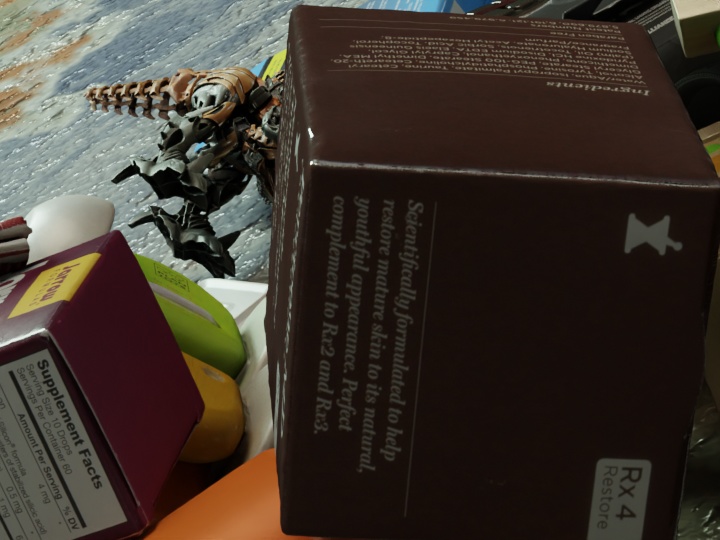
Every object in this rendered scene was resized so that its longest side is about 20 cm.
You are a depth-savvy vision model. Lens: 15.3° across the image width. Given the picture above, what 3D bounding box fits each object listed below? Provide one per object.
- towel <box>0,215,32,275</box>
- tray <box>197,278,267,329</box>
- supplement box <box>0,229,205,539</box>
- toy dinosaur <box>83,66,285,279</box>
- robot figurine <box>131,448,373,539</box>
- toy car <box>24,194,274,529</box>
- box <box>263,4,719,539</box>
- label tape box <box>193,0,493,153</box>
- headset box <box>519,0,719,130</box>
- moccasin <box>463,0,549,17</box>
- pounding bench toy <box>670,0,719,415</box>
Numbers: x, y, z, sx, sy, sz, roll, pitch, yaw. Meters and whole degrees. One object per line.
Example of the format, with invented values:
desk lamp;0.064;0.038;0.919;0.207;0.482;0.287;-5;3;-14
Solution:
towel;-0.241;0.021;1.283;0.144;0.023;0.200;-14;-11;-21
tray;-0.120;0.059;1.549;0.200;0.022;0.107;-40;26;-30
supplement box;-0.188;0.078;1.205;0.199;0.103;0.131;-20;16;15
toy dinosaur;-0.080;-0.076;1.650;0.200;0.102;0.136;3;51;43
robot figurine;-0.035;0.141;1.169;0.200;0.144;0.117;-33;48;-25
toy car;-0.121;0.068;1.398;0.150;0.175;0.200;-57;16;19
box;0.048;-0.003;1.128;0.164;0.167;0.200;3;23;-5
label tape box;-0.009;-0.112;1.741;0.200;0.066;0.143;-30;20;24
headset box;0.137;-0.061;1.306;0.149;0.200;0.077;-30;42;-14
moccasin;0.072;-0.107;1.486;0.201;0.078;0.074;-31;20;-35
pounding bench toy;0.191;-0.022;1.183;0.124;0.200;0.156;-22;23;7
